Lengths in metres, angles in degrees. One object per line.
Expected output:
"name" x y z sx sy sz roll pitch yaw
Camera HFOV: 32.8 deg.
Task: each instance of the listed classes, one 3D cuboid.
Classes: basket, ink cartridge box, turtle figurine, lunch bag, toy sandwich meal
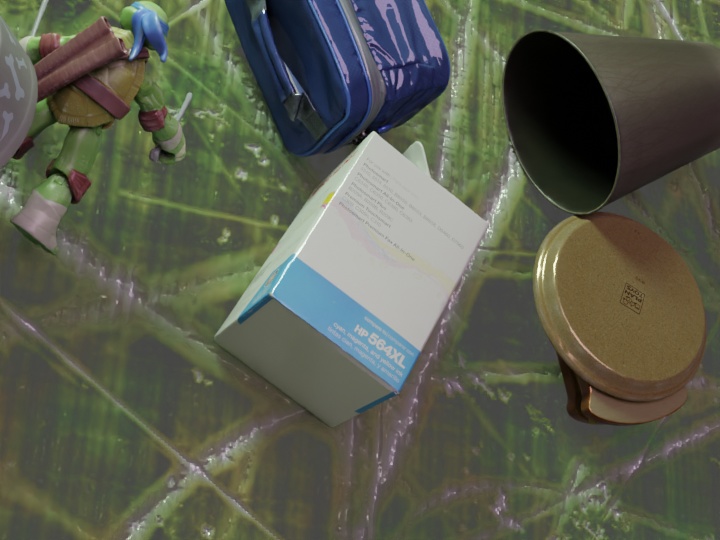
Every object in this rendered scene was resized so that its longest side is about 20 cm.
"basket" 0.261 -0.154 1.178 0.199 0.136 0.181 -13 72 -33
"ink cartridge box" 0.000 0.000 0.986 0.125 0.129 0.200 38 60 -10
"turtle figurine" -0.217 -0.115 0.954 0.144 0.200 0.194 45 77 -31
"lunch bag" -0.027 -0.192 1.041 0.132 0.136 0.201 -19 82 -30
"toy sandwich meal" 0.233 0.044 1.127 0.204 0.070 0.206 10 63 -20

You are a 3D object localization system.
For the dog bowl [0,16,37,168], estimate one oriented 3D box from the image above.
"dog bowl" -0.326 -0.129 0.837 0.199 0.059 0.201 -1 57 2
